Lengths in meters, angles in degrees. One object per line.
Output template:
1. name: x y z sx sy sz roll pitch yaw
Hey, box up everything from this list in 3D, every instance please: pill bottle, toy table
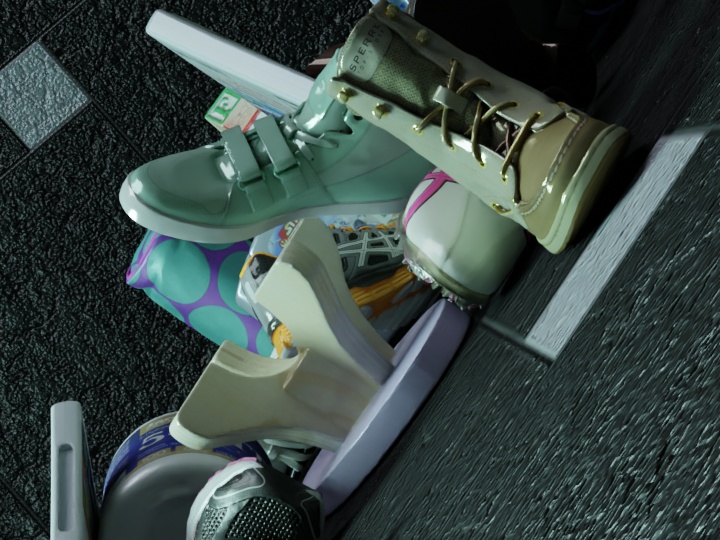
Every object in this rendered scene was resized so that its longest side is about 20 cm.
1. pill bottle: -0.112 0.158 1.585 0.120 0.119 0.200 -56 9 5
2. toy table: -0.026 0.059 1.476 0.200 0.117 0.184 -54 4 43

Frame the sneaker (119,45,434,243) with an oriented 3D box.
1. sneaker: -0.046 -0.087 1.424 0.074 0.200 0.119 -120 30 -43

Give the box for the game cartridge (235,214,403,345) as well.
1. game cartridge: -0.001 -0.025 1.754 0.200 0.133 0.042 -56 -3 18

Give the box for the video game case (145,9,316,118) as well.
1. video game case: -0.026 -0.103 1.606 0.200 0.182 0.022 27 86 44

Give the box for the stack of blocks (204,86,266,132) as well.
1. stack of blocks: -0.014 -0.075 1.867 0.059 0.200 0.115 -55 38 -7

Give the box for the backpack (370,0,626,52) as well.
1. backpack: 0.107 -0.231 1.760 0.147 0.183 0.200 -52 0 36

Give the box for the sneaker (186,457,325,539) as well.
1. sneaker: -0.081 0.203 1.400 0.086 0.080 0.200 -83 16 -56

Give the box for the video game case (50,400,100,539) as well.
1. video game case: -0.172 0.215 1.503 0.183 0.023 0.201 -101 5 -58

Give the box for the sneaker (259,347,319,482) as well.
1. sneaker: -0.058 0.123 1.716 0.199 0.079 0.130 -19 48 65

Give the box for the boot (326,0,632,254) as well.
1. boot: 0.058 -0.081 1.259 0.072 0.154 0.200 -56 3 0

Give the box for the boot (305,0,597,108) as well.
1. boot: 0.025 -0.137 1.552 0.199 0.186 0.065 4 77 41

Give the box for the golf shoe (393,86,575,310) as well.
1. golf shoe: 0.077 -0.050 1.408 0.092 0.072 0.200 -52 5 30

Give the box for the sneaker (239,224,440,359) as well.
1. sneaker: 0.000 0.000 1.637 0.200 0.077 0.078 -20 -28 -48

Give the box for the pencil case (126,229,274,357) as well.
1. pencil case: -0.079 0.020 1.847 0.093 0.199 0.085 -60 5 -21
